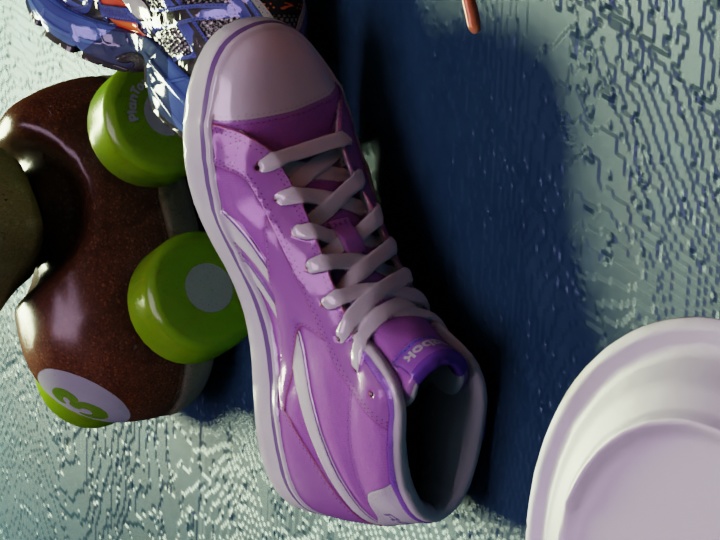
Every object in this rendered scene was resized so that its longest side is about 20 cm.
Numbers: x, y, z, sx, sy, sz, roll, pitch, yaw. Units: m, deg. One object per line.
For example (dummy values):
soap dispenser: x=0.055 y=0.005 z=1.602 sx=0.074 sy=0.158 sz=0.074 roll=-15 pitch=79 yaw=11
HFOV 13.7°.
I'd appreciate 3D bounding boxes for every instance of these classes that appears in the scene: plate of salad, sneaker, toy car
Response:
plate of salad: x=0.123 y=0.113 z=0.949 sx=0.200 sy=0.048 sz=0.201 roll=17 pitch=111 yaw=50
sneaker: x=0.001 y=0.000 z=1.140 sx=0.114 sy=0.072 sz=0.201 roll=5 pitch=113 yaw=59
toy car: x=-0.172 y=0.000 z=1.325 sx=0.164 sy=0.199 sz=0.158 roll=-32 pitch=70 yaw=62
sneaker: x=-0.075 y=-0.118 z=1.256 sx=0.200 sy=0.075 sz=0.079 roll=36 pitch=121 yaw=45

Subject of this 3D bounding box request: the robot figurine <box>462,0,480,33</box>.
robot figurine: x=0.009 y=-0.177 z=1.006 sx=0.144 sy=0.117 sz=0.200 roll=-35 pitch=58 yaw=15
